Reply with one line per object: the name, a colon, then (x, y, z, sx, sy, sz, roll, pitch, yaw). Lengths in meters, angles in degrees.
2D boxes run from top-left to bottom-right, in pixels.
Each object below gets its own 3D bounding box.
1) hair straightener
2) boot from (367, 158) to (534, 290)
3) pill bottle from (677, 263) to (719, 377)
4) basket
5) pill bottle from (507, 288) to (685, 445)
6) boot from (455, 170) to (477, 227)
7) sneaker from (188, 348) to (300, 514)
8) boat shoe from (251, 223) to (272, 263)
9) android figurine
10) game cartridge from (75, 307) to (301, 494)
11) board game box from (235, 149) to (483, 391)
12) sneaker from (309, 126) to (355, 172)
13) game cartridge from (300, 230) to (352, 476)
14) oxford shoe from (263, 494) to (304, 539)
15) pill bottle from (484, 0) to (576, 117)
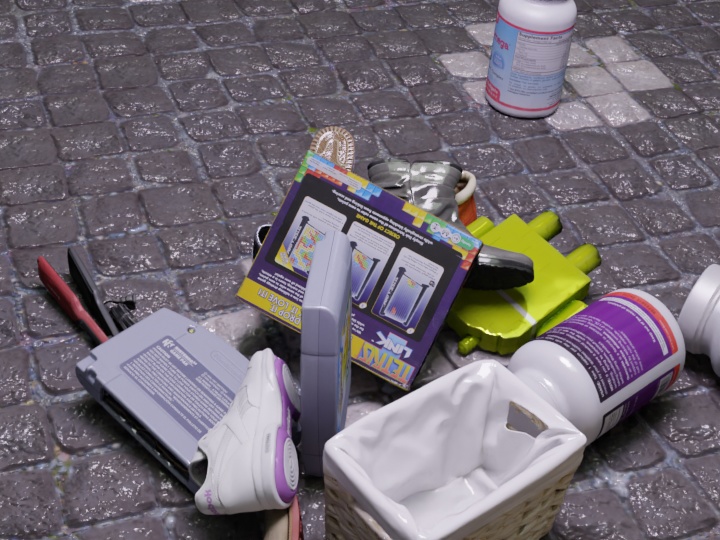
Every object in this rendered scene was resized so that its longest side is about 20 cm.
hair straightener: (-0.260, 0.038, 1.266, 0.076, 0.041, 0.200, -23, 46, -32)
boot: (0.094, -0.057, 1.293, 0.197, 0.068, 0.132, 9, 68, 8)
pill bottle: (0.431, 0.078, 1.242, 0.199, 0.118, 0.116, 29, 43, 27)
basket: (0.076, 0.189, 1.047, 0.198, 0.125, 0.135, -24, 46, -32)
pill bottle: (0.220, 0.102, 1.187, 0.199, 0.114, 0.112, -25, 47, -35)
boot: (0.056, -0.044, 1.363, 0.199, 0.108, 0.075, -30, 52, -34)
sneaker: (-0.104, 0.137, 1.072, 0.098, 0.076, 0.201, -16, 28, 9)
boat shoe: (-0.031, 0.015, 1.277, 0.199, 0.068, 0.072, 35, 63, 15)
android figurine: (0.164, 0.016, 1.324, 0.199, 0.041, 0.182, -37, 62, -23)
game cartridge: (-0.157, 0.123, 1.152, 0.199, 0.041, 0.133, 39, 51, 22)
board game box: (0.000, 0.000, 1.216, 0.198, 0.167, 0.057, 28, 2, 4)
sneaker: (-0.045, -0.053, 1.403, 0.069, 0.109, 0.203, 12, 68, 5)
game cartridge: (-0.030, 0.083, 1.106, 0.040, 0.202, 0.134, 6, 38, 7)
oxford shoe: (-0.084, 0.254, 0.987, 0.074, 0.071, 0.201, 0, 35, 3)
pill bottle: (0.236, -0.321, 1.666, 0.107, 0.202, 0.109, 4, 36, -3)
